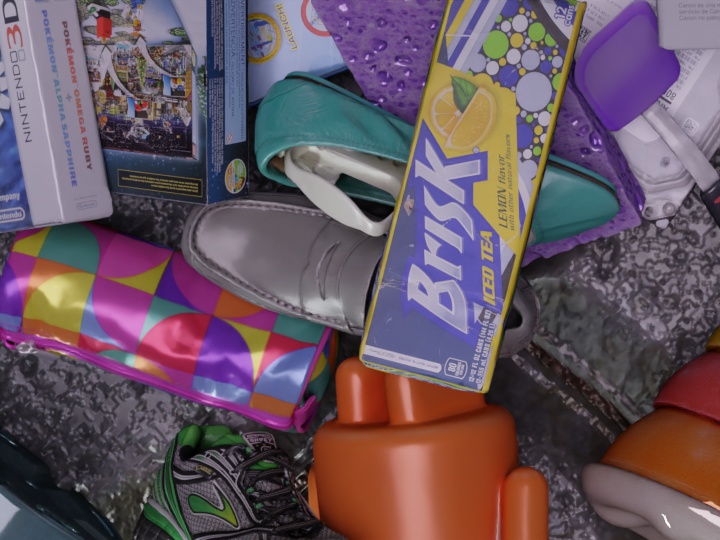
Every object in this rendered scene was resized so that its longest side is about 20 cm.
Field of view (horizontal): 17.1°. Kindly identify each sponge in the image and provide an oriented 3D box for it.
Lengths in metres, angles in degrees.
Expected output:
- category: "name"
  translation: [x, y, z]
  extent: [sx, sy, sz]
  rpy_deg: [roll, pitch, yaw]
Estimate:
- category: "sponge"
  translation: [0.063, -0.094, 1.285]
  extent: [0.111, 0.030, 0.201]
  rpy_deg: [-19, 115, 26]

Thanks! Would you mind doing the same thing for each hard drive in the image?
- category: "hard drive"
  translation: [0.164, -0.142, 1.319]
  extent: [0.139, 0.038, 0.200]
  rpy_deg: [33, 100, 3]

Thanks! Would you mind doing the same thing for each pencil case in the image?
- category: "pencil case"
  translation: [-0.111, 0.032, 1.350]
  extent: [0.199, 0.088, 0.089]
  rpy_deg: [15, 97, 6]

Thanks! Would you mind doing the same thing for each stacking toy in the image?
- category: "stacking toy"
  translation: [0.221, 0.067, 1.301]
  extent: [0.146, 0.146, 0.201]
  rpy_deg: [25, 82, 5]

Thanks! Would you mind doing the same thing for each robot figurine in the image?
- category: "robot figurine"
  translation: [0.035, 0.144, 1.323]
  extent: [0.143, 0.117, 0.201]
  rpy_deg: [-5, 95, 7]

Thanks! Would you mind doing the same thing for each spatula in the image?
- category: "spatula"
  translation: [0.179, -0.059, 1.292]
  extent: [0.056, 0.021, 0.200]
  rpy_deg: [-40, 116, -3]

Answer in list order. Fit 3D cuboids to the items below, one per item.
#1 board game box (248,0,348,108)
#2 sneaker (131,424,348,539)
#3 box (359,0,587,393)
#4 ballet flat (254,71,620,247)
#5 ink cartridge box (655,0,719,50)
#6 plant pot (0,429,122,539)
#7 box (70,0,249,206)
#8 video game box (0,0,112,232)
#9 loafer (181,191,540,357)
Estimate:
- category: "board game box"
  translation: [-0.046, -0.202, 1.332]
  extent: [0.195, 0.056, 0.201]
  rpy_deg: [-20, 93, 9]
- category: "sneaker"
  translation: [-0.063, 0.133, 1.307]
  extent: [0.078, 0.200, 0.086]
  rpy_deg: [11, 94, -35]
- category: "box"
  translation: [0.055, -0.042, 1.199]
  extent: [0.070, 0.064, 0.201]
  rpy_deg: [14, 86, 2]
- category: "ballet flat"
  translation: [0.035, -0.041, 1.262]
  extent: [0.199, 0.067, 0.071]
  rpy_deg: [19, 66, 7]
- category: "ink cartridge box"
  translation: [0.221, -0.219, 1.207]
  extent: [0.144, 0.083, 0.201]
  rpy_deg: [1, 112, 19]
- category: "plant pot"
  translation: [-0.245, 0.190, 1.338]
  extent: [0.200, 0.200, 0.196]
  rpy_deg: [39, 90, 3]
- category: "box"
  translation: [-0.149, -0.115, 1.313]
  extent: [0.199, 0.038, 0.137]
  rpy_deg: [9, 105, 35]
- category: "video game box"
  translation: [-0.234, -0.107, 1.326]
  extent: [0.199, 0.047, 0.183]
  rpy_deg: [-7, 92, 38]
- category: "loafer"
  translation: [0.000, 0.000, 1.285]
  extent: [0.199, 0.070, 0.070]
  rpy_deg: [13, 89, 2]
